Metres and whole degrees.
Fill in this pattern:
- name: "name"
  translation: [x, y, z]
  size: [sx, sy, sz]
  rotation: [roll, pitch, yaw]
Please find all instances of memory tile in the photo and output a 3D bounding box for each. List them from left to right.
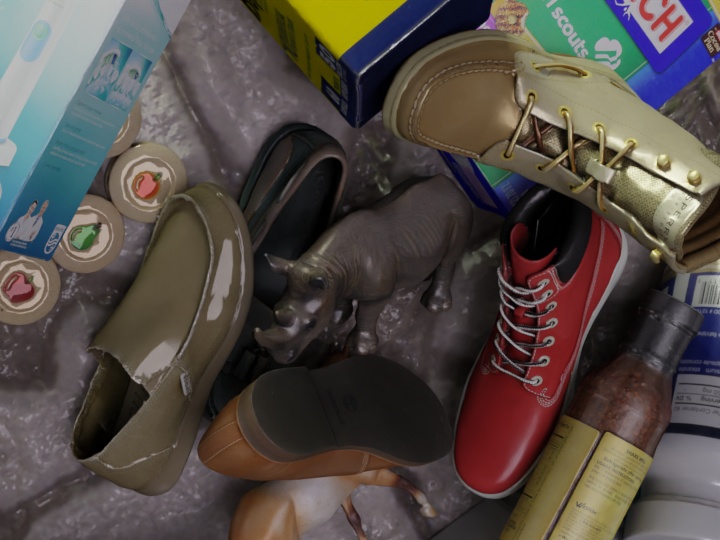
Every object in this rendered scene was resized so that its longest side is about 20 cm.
- name: "memory tile"
  translation: [-0.208, -0.080, 0.992]
  size: [0.153, 0.017, 0.200]
  rotation: [-38, 111, -8]

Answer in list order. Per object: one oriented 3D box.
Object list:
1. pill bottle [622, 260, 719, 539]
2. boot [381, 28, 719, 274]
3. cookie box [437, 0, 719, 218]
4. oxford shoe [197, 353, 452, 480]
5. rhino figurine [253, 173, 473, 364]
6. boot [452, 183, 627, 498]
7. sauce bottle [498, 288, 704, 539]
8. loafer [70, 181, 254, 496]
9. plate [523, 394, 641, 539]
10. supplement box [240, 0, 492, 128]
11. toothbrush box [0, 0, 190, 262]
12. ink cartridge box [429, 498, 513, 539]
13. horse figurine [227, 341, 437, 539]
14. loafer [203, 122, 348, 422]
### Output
- name: "pill bottle"
  translation: [0.238, 0.094, 1.100]
  size: [0.116, 0.116, 0.201]
  rotation: [25, 68, -23]
- name: "boot"
  translation: [0.123, -0.063, 0.930]
  size: [0.200, 0.155, 0.073]
  rotation: [4, 121, -43]
- name: "cookie box"
  translation: [0.118, -0.159, 1.057]
  size: [0.200, 0.075, 0.171]
  rotation: [-40, 112, -7]
- name: "oxford shoe"
  translation: [-0.020, 0.095, 1.019]
  size: [0.200, 0.071, 0.072]
  rotation: [7, 57, -49]
- name: "rhino figurine"
  translation: [0.000, 0.000, 1.007]
  size: [0.200, 0.060, 0.088]
  rotation: [-28, 137, -45]
- name: "boot"
  translation: [0.097, 0.042, 1.032]
  size: [0.072, 0.144, 0.200]
  rotation: [22, 88, 21]
- name: "sauce bottle"
  translation: [0.153, 0.109, 1.043]
  size: [0.066, 0.066, 0.200]
  rotation: [32, 86, -23]
- name: "loafer"
  translation: [-0.122, 0.043, 1.011]
  size: [0.067, 0.076, 0.201]
  rotation: [7, 101, -45]
- name: "plate"
  translation: [0.182, 0.176, 1.131]
  size: [0.200, 0.026, 0.201]
  rotation: [8, 79, -44]
- name: "supplement box"
  translation: [-0.027, -0.198, 0.936]
  size: [0.109, 0.109, 0.200]
  rotation: [-40, 82, -7]
- name: "toothbrush box"
  translation: [-0.194, -0.128, 0.898]
  size: [0.146, 0.085, 0.200]
  rotation: [28, 92, 12]
- name: "ink cartridge box"
  translation: [0.096, 0.281, 1.144]
  size: [0.144, 0.084, 0.200]
  rotation: [-34, 110, -10]
- name: "horse figurine"
  translation: [-0.033, 0.159, 1.062]
  size: [0.200, 0.050, 0.133]
  rotation: [-46, 120, -27]
- name: "loafer"
  translation: [-0.057, 0.007, 1.039]
  size: [0.072, 0.063, 0.201]
  rotation: [15, 97, -23]
